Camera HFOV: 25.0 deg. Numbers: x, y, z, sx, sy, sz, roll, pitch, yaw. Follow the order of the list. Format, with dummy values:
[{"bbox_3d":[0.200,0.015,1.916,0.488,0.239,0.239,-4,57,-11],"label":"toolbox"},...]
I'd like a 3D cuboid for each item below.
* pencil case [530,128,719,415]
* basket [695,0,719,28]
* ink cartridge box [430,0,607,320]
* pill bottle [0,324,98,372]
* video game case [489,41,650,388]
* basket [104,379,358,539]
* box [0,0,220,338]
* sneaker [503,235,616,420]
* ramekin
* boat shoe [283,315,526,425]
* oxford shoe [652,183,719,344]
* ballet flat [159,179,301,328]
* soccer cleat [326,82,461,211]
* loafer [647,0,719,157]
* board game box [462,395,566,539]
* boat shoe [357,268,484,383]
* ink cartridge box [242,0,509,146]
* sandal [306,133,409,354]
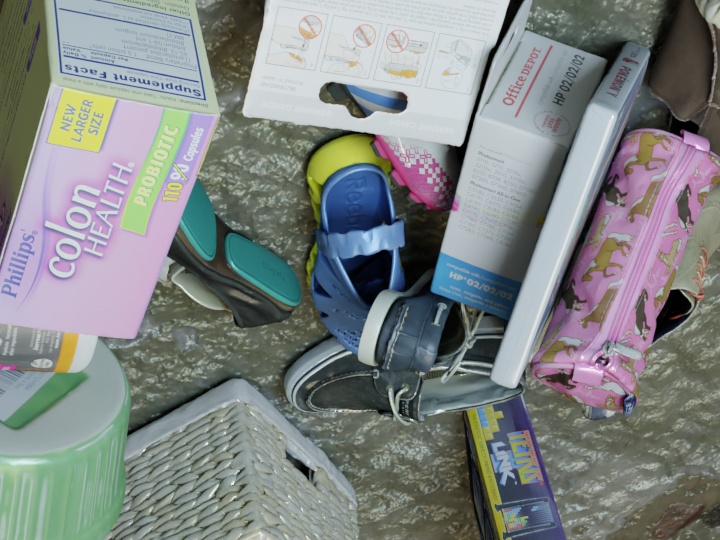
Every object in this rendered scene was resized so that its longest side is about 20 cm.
[{"bbox_3d":[0.188,-0.003,1.138,0.086,0.202,0.083,8,157,43],"label":"pencil case"},{"bbox_3d":[0.290,-0.243,0.963,0.159,0.200,0.201,14,129,-21],"label":"basket"},{"bbox_3d":[0.113,-0.080,1.116,0.067,0.116,0.202,20,133,8],"label":"ink cartridge box"},{"bbox_3d":[-0.280,0.007,1.104,0.197,0.117,0.117,4,132,-18],"label":"pill bottle"},{"bbox_3d":[0.145,-0.042,1.104,0.023,0.182,0.202,21,114,9],"label":"video game case"},{"bbox_3d":[-0.115,0.233,1.328,0.199,0.162,0.198,-30,133,12],"label":"basket"},{"bbox_3d":[-0.166,-0.095,0.976,0.095,0.201,0.177,9,130,-22],"label":"box"},{"bbox_3d":[0.155,0.045,1.295,0.084,0.077,0.201,-18,126,4],"label":"sneaker"},{"bbox_3d":[-0.258,0.111,1.159,0.197,0.201,0.099,4,125,-19],"label":"ramekin"},{"bbox_3d":[0.038,0.086,1.298,0.197,0.071,0.073,-13,135,-3],"label":"boat shoe"},{"bbox_3d":[0.239,0.004,1.223,0.200,0.074,0.071,-44,132,-17],"label":"oxford shoe"},{"bbox_3d":[-0.119,-0.014,1.165,0.068,0.069,0.200,-23,135,20],"label":"ballet flat"},{"bbox_3d":[0.038,-0.116,1.103,0.086,0.070,0.200,-28,133,13],"label":"soccer cleat"},{"bbox_3d":[0.238,-0.136,1.135,0.070,0.074,0.201,-18,135,1],"label":"loafer"},{"bbox_3d":[0.135,0.226,1.368,0.056,0.201,0.167,-10,136,-3],"label":"board game box"},{"bbox_3d":[0.054,0.041,1.192,0.061,0.200,0.076,21,95,14],"label":"boat shoe"},{"bbox_3d":[0.016,-0.187,1.014,0.159,0.050,0.202,6,118,-21],"label":"ink cartridge box"},{"bbox_3d":[0.000,0.000,1.195,0.078,0.088,0.201,-14,137,-3],"label":"sandal"}]
